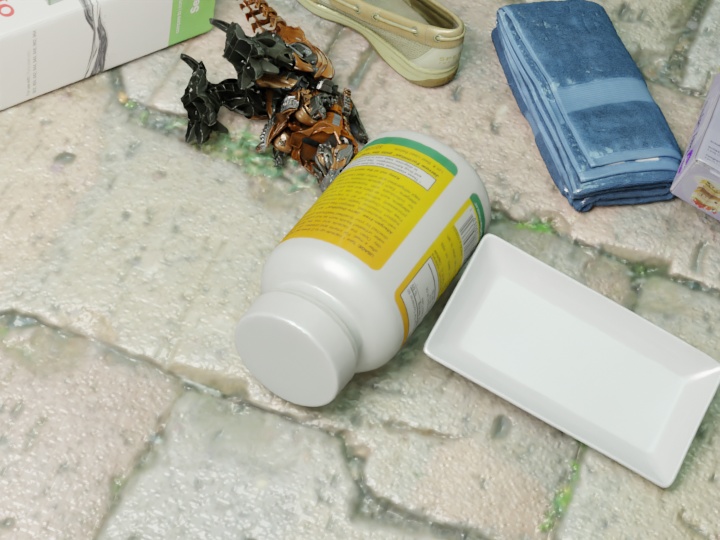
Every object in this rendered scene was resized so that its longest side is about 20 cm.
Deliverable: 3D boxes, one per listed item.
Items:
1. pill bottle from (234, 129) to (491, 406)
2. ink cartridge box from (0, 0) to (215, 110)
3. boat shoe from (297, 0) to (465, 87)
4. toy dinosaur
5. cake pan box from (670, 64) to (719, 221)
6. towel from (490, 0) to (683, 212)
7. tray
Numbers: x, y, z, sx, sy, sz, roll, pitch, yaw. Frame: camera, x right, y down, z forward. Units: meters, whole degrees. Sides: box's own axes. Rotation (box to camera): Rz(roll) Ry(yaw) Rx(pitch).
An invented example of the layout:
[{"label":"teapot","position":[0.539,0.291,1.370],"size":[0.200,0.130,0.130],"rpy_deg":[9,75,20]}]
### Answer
[{"label":"pill bottle","position":[0.000,0.000,1.256],"size":[0.113,0.113,0.200],"rpy_deg":[30,52,11]},{"label":"ink cartridge box","position":[-0.234,-0.230,1.401],"size":[0.200,0.084,0.146],"rpy_deg":[-25,62,-28]},{"label":"boat shoe","position":[0.005,-0.232,1.469],"size":[0.073,0.063,0.201],"rpy_deg":[-33,66,-32]},{"label":"toy dinosaur","position":[-0.064,-0.139,1.380],"size":[0.136,0.102,0.200],"rpy_deg":[1,34,-41]},{"label":"cake pan box","position":[0.364,-0.086,1.424],"size":[0.200,0.052,0.184],"rpy_deg":[28,52,-2]},{"label":"towel","position":[0.185,-0.139,1.446],"size":[0.111,0.049,0.200],"rpy_deg":[-8,55,-19]},{"label":"tray","position":[0.152,0.066,1.273],"size":[0.200,0.022,0.108],"rpy_deg":[29,67,2]}]
